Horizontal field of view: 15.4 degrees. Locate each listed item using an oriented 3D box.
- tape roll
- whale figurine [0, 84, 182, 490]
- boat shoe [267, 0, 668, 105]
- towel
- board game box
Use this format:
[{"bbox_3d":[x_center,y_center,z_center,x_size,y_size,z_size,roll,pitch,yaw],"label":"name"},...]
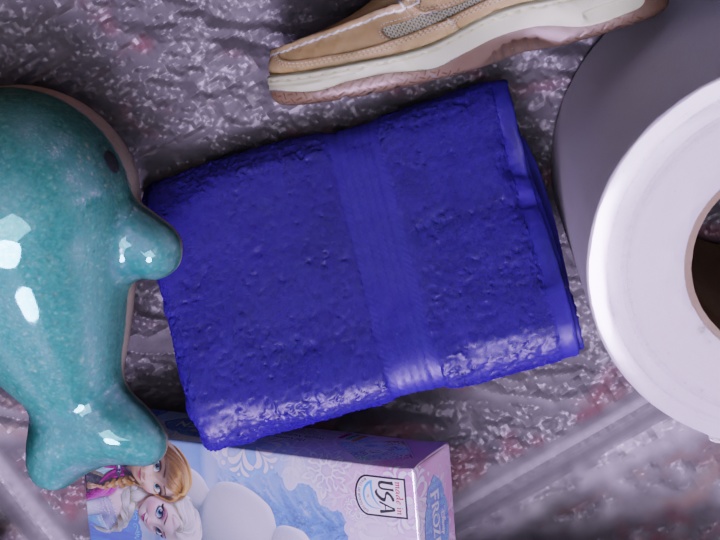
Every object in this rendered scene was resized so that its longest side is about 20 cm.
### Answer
[{"bbox_3d":[0.200,-0.033,1.304,0.202,0.139,0.203,-2,113,-4],"label":"tape roll"},{"bbox_3d":[-0.162,0.012,1.293,0.159,0.104,0.201,-14,96,19],"label":"whale figurine"},{"bbox_3d":[0.045,-0.136,1.294,0.199,0.072,0.076,-17,100,-4],"label":"boat shoe"},{"bbox_3d":[0.000,0.000,1.328,0.199,0.050,0.148,-15,72,2],"label":"towel"},{"bbox_3d":[-0.044,0.177,1.367,0.198,0.043,0.201,4,109,28],"label":"board game box"}]
